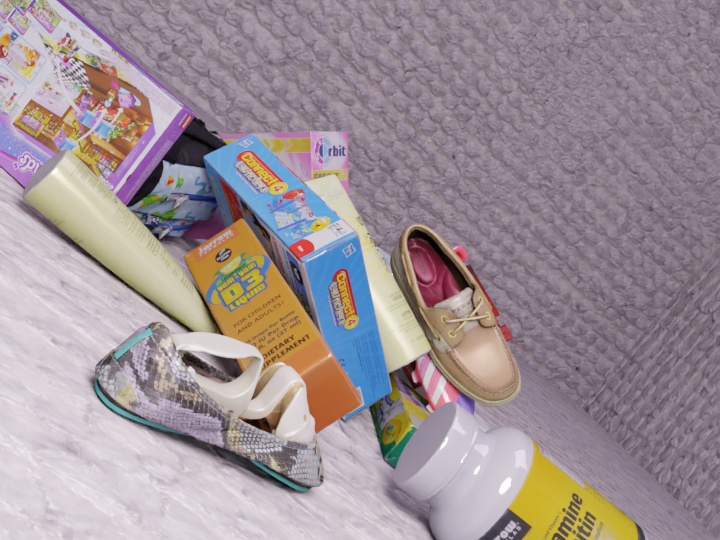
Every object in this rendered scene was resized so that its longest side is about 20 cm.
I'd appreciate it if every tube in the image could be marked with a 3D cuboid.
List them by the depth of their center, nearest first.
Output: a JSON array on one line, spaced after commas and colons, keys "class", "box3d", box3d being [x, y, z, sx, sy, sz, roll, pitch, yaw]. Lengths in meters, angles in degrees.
[{"class": "tube", "box3d": [-0.178, -0.009, 0.832, 0.200, 0.052, 0.058, 45, 41, -24]}, {"class": "tube", "box3d": [0.000, 0.000, 1.011, 0.201, 0.052, 0.058, 62, -7, 5]}]

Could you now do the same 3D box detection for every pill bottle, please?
[{"class": "pill bottle", "box3d": [0.127, 0.198, 0.842, 0.200, 0.112, 0.112, 38, 5, -8]}]

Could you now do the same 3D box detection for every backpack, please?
[{"class": "backpack", "box3d": [-0.209, -0.109, 1.024, 0.163, 0.154, 0.199, 39, 26, 20]}]

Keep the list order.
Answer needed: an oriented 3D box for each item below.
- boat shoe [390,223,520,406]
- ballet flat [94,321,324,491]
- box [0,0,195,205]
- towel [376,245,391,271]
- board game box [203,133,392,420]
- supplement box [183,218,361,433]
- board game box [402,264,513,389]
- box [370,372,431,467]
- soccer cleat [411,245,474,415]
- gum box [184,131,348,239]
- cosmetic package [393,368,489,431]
[{"class": "boat shoe", "box3d": [0.090, 0.041, 1.026, 0.201, 0.074, 0.067, 55, -15, 21]}, {"class": "ballet flat", "box3d": [-0.072, 0.084, 0.652, 0.200, 0.072, 0.072, 35, 7, -45]}, {"class": "box", "box3d": [-0.255, -0.141, 0.875, 0.200, 0.137, 0.039, 41, 6, 8]}, {"class": "towel", "box3d": [0.013, -0.006, 1.284, 0.199, 0.048, 0.171, 31, 4, 1]}, {"class": "board game box", "box3d": [-0.058, 0.005, 0.971, 0.196, 0.056, 0.201, 45, -24, 43]}, {"class": "supplement box", "box3d": [-0.075, 0.044, 0.823, 0.200, 0.066, 0.069, 51, -7, 50]}, {"class": "board game box", "box3d": [0.094, 0.058, 1.172, 0.199, 0.019, 0.103, -18, 74, -52]}, {"class": "box", "box3d": [0.069, 0.169, 1.047, 0.117, 0.048, 0.200, 38, 7, -9]}, {"class": "soccer cleat", "box3d": [0.092, 0.066, 1.077, 0.067, 0.076, 0.201, 29, 40, -43]}, {"class": "gum box", "box3d": [-0.109, -0.090, 1.127, 0.199, 0.115, 0.066, 4, 8, 36]}, {"class": "cosmetic package", "box3d": [0.060, 0.142, 1.185, 0.200, 0.051, 0.083, 39, 2, -10]}]
